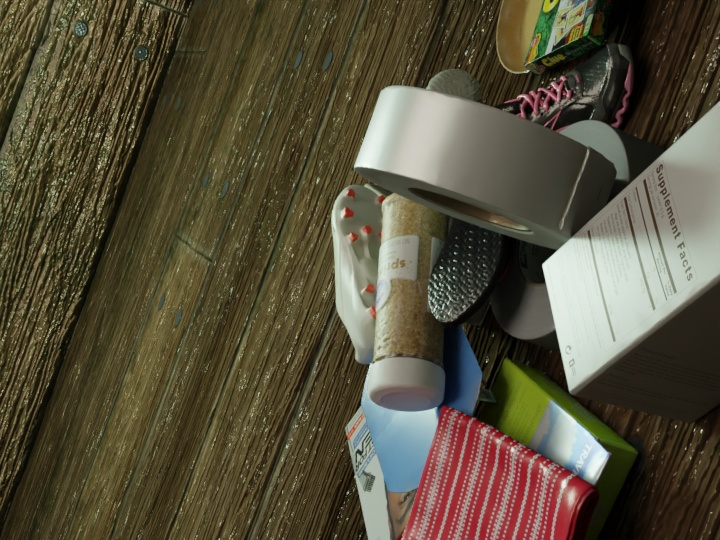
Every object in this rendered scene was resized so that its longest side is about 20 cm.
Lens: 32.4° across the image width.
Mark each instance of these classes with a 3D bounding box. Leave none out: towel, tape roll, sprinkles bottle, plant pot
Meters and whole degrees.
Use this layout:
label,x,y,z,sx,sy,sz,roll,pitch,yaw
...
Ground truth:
label,x,y,z,sx,sy,sz,roll,pitch,yaw
towel,0.104,0.205,0.996,0.200,0.022,0.145,24,98,56
tape roll,0.193,-0.026,1.078,0.200,0.066,0.200,-46,33,44
sprinkles bottle,0.047,0.026,1.135,0.068,0.068,0.200,-37,42,53
tape roll,0.100,-0.079,0.988,0.202,0.202,0.071,16,85,67
plant pot,0.210,-0.297,1.305,0.200,0.027,0.200,-49,31,43

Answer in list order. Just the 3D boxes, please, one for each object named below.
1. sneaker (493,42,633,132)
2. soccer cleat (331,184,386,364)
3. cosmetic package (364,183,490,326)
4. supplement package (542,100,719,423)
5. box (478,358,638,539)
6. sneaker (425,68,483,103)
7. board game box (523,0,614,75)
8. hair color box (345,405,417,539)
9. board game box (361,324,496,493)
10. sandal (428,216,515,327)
label,x,y,z,sx,sy,sz,roll,pitch,yaw
sneaker,0.176,-0.143,1.174,0.200,0.095,0.079,-51,27,37
soccer cleat,0.000,0.000,1.240,0.078,0.069,0.200,122,149,-44
cosmetic package,0.064,-0.020,1.319,0.087,0.103,0.200,-70,21,9
supplement package,0.241,0.001,0.866,0.200,0.121,0.120,-47,37,43
box,0.154,0.166,1.035,0.122,0.048,0.200,-67,23,10
sneaker,0.079,-0.124,1.197,0.200,0.072,0.073,-65,-26,-51
board game box,0.219,-0.292,1.198,0.105,0.023,0.200,-22,47,63
hair color box,0.048,0.194,1.234,0.111,0.064,0.200,-58,27,26
board game box,0.067,0.115,1.161,0.158,0.039,0.200,-57,30,25
sandal,0.112,-0.024,1.123,0.075,0.045,0.200,-17,39,33
